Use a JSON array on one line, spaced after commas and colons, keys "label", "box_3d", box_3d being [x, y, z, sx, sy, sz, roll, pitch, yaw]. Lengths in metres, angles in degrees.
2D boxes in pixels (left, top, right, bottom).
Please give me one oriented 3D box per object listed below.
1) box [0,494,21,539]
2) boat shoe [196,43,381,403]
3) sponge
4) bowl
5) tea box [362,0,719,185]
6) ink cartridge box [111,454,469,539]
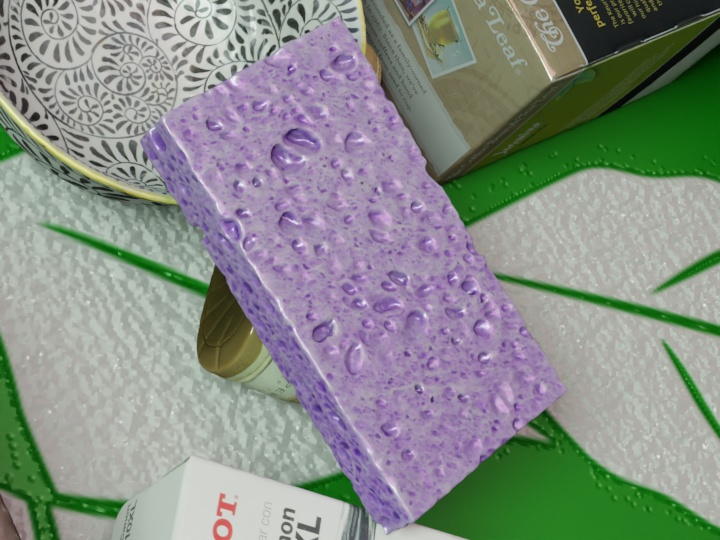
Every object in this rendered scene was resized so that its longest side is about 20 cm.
[{"label": "box", "box_3d": [-0.228, 0.113, 0.689, 0.164, 0.166, 0.201, -21, 80, -31]}, {"label": "boat shoe", "box_3d": [-0.022, -0.026, 0.917, 0.066, 0.074, 0.201, 33, 58, -27]}, {"label": "sponge", "box_3d": [0.000, 0.000, 0.829, 0.111, 0.030, 0.201, -33, 92, -36]}, {"label": "bowl", "box_3d": [-0.106, -0.107, 0.887, 0.200, 0.094, 0.202, 11, 65, -24]}, {"label": "tea box", "box_3d": [0.087, -0.183, 0.995, 0.196, 0.134, 0.201, -23, 81, -33]}, {"label": "ink cartridge box", "box_3d": [-0.012, 0.182, 0.819, 0.199, 0.084, 0.146, 19, 61, -19]}]
